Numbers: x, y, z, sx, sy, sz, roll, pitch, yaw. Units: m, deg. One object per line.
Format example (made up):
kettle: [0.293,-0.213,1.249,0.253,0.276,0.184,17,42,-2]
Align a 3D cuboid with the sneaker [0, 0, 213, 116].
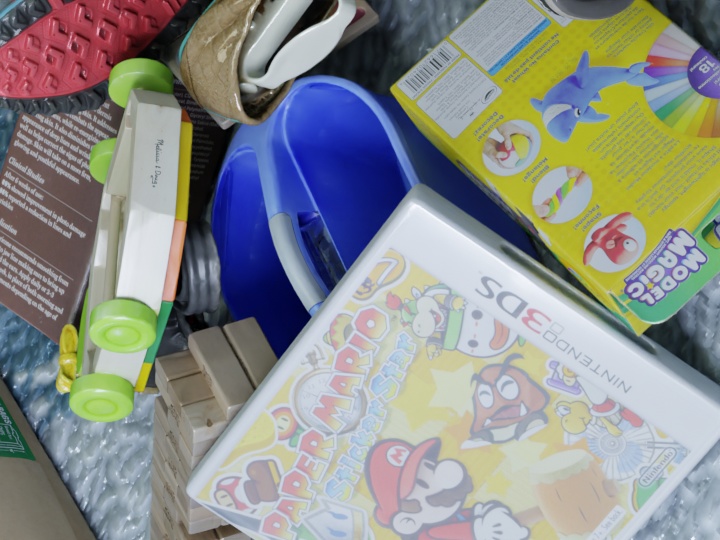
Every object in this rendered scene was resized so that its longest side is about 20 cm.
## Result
sneaker: [-0.128,-0.153,1.503,0.095,0.200,0.079,35,155,49]

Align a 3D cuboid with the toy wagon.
toy wagon: [-0.120,-0.002,1.463,0.200,0.039,0.156,112,163,-55]

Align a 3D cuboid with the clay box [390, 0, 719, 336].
clay box: [0.118,-0.058,1.335,0.115,0.048,0.200,-42,53,-3]

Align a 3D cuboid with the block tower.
block tower: [-0.072,0.114,1.468,0.200,0.054,0.058,95,153,-45]

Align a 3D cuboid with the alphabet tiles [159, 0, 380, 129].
alphabet tiles: [-0.083,-0.160,1.531,0.167,0.008,0.200,-35,53,-9]

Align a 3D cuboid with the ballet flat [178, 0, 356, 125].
ballet flat: [-0.018,-0.153,1.412,0.200,0.068,0.072,-55,47,15]

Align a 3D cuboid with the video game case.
video game case: [0.045,0.083,1.358,0.200,0.182,0.023,-52,9,28]

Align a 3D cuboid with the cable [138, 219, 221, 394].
cable: [-0.085,0.015,1.506,0.200,0.050,0.097,115,153,-58]

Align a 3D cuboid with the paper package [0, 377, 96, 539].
paper package: [-0.256,0.170,1.674,0.191,0.103,0.200,-54,52,25]

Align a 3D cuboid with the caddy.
caddy: [0.000,0.000,1.435,0.141,0.105,0.200,-44,57,32]

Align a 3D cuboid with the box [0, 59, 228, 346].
box: [-0.136,-0.065,1.603,0.100,0.075,0.201,32,109,42]

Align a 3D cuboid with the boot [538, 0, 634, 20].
boot: [0.084,-0.206,1.368,0.150,0.073,0.201,167,105,-65]
